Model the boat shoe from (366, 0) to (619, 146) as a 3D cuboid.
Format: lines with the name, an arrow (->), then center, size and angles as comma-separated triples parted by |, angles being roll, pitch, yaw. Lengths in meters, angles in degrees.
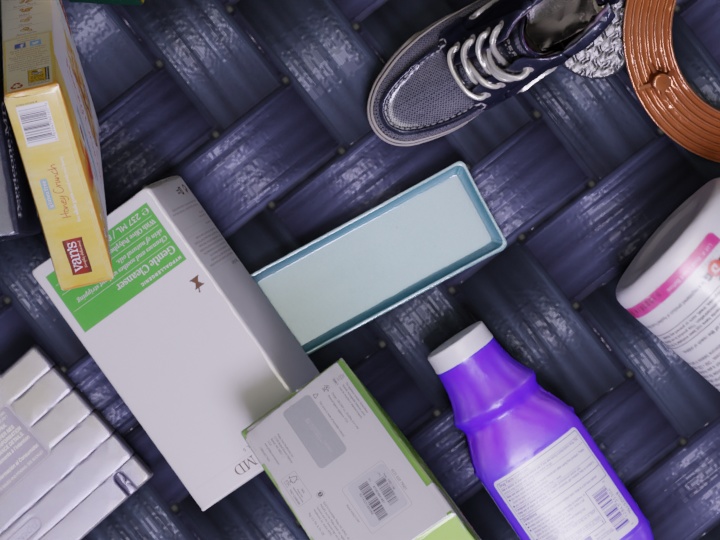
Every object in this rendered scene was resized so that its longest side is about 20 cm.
boat shoe -> 0.087, -0.148, 1.394 | 0.200, 0.093, 0.075 | -36, 98, 11

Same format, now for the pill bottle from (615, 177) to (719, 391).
pill bottle -> 0.284, 0.041, 1.412 | 0.200, 0.113, 0.113 | 41, 89, -2

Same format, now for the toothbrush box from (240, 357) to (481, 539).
toothbrush box -> 0.024, 0.172, 1.340 | 0.086, 0.200, 0.146 | -36, 52, -2

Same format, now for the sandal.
sandal -> 0.188, -0.232, 1.440 | 0.075, 0.048, 0.201 | 25, 103, -4

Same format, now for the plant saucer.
plant saucer -> 0.000, 0.000, 1.447 | 0.200, 0.019, 0.070 | -29, 92, -2

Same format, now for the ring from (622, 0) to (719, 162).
ring -> 0.280, -0.170, 1.430 | 0.200, 0.019, 0.201 | -2, 105, -9

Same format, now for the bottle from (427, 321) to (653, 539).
bottle -> 0.120, 0.130, 1.431 | 0.084, 0.065, 0.200 | -35, 93, -2

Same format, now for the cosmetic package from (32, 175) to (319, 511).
cosmetic package -> -0.115, 0.048, 1.399 | 0.108, 0.085, 0.200 | -36, 90, 13

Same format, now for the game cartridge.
game cartridge -> -0.260, 0.161, 1.432 | 0.200, 0.038, 0.130 | -41, 89, -1

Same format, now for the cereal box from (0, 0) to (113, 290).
cereal box -> -0.196, -0.100, 1.324 | 0.039, 0.200, 0.144 | -13, 124, -1

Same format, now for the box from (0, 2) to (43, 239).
box -> -0.282, -0.110, 1.341 | 0.117, 0.200, 0.197 | -9, 92, -2

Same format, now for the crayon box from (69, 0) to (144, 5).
crayon box -> -0.170, -0.283, 1.354 | 0.058, 0.173, 0.200 | 2, 91, -3
